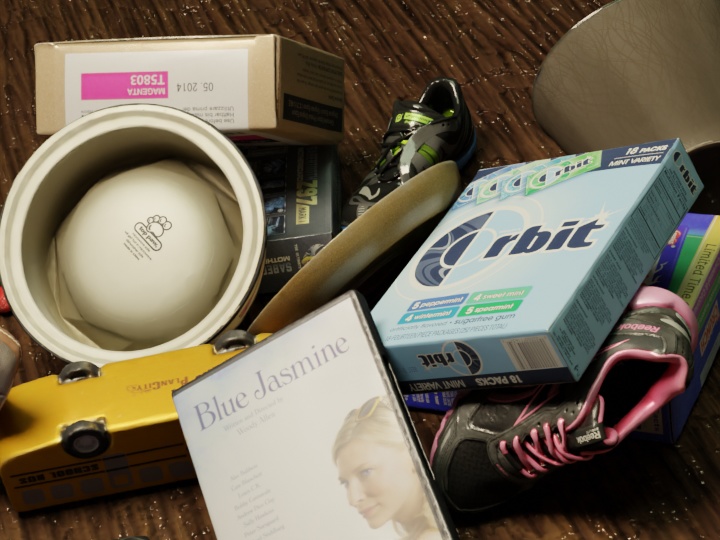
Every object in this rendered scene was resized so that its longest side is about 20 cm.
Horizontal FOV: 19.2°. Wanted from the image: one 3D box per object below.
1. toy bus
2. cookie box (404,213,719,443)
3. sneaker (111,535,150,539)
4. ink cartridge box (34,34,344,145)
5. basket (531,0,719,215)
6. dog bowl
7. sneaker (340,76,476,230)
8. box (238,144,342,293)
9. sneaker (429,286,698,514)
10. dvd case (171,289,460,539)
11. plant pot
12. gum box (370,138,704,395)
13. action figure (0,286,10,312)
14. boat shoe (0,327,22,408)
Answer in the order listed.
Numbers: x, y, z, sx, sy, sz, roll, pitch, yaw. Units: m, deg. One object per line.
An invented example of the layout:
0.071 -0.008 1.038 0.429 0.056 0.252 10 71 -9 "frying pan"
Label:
-0.143 0.102 1.430 0.200 0.078 0.065 -11 44 -1 "toy bus"
0.144 0.028 1.470 0.200 0.075 0.171 6 37 24 "cookie box"
-0.172 0.203 1.307 0.200 0.070 0.100 3 28 14 "sneaker"
-0.130 -0.136 1.649 0.200 0.075 0.165 1 1 18 "ink cartridge box"
0.238 -0.103 1.600 0.180 0.136 0.200 -26 36 5 "basket"
-0.158 -0.015 1.546 0.200 0.074 0.200 -3 75 11 "dog bowl"
0.034 -0.088 1.678 0.071 0.083 0.200 6 36 24 "sneaker"
-0.095 -0.049 1.684 0.158 0.051 0.200 -9 31 4 "box"
0.126 0.091 1.316 0.200 0.079 0.095 -38 20 13 "sneaker"
-0.030 0.123 1.309 0.143 0.018 0.200 -30 55 12 "dvd case"
0.000 0.000 1.491 0.200 0.200 0.027 -36 80 -35 "plant pot"
0.105 -0.002 1.373 0.170 0.045 0.200 -7 32 42 "gum box"
-0.356 -0.027 1.661 0.065 0.200 0.099 -56 7 -10 "action figure"
-0.284 0.075 1.441 0.200 0.076 0.072 -31 21 46 "boat shoe"
